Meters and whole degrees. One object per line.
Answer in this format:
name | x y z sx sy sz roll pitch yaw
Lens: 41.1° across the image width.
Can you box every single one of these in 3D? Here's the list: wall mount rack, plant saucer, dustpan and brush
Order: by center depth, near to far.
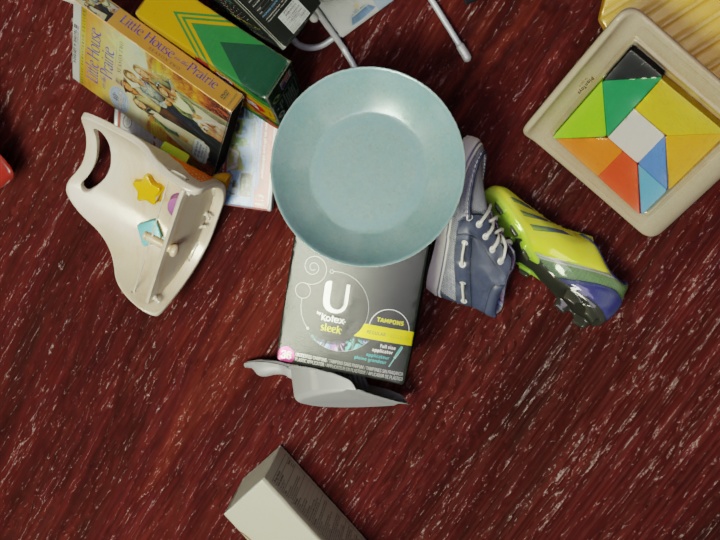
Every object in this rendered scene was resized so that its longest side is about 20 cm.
plant saucer | 0.008 -0.103 0.977 0.196 0.039 0.206 0 84 4
wall mount rack | 0.024 -0.272 1.047 0.198 0.075 0.174 -32 134 13
dustpan and brush | -0.055 0.127 1.124 0.196 0.139 0.058 -7 73 27

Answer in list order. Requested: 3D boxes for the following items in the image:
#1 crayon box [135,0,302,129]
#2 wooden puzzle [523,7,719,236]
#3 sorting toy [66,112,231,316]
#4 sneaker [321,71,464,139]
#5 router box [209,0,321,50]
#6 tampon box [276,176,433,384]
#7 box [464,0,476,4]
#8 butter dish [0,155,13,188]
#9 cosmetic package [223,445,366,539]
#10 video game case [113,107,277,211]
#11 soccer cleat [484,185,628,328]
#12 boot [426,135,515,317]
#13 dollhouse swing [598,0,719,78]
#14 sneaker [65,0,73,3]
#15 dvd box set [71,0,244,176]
crayon box | -0.160 -0.237 1.033 0.198 0.127 0.051 34 86 7
wooden puzzle | 0.296 -0.146 1.015 0.199 0.037 0.186 37 131 -3
sorting toy | -0.253 -0.087 1.086 0.178 0.107 0.201 33 131 5
sneaker | 0.035 -0.154 1.070 0.198 0.088 0.078 29 83 -19
router box | -0.138 -0.308 0.954 0.062 0.200 0.149 -49 123 2
tampon box | 0.000 0.000 1.073 0.147 0.126 0.204 9 102 4
box | 0.168 -0.351 0.942 0.179 0.200 0.106 -20 97 11
butter dish | -0.529 -0.162 1.104 0.196 0.150 0.201 -24 140 11
cosmetic package | -0.064 0.323 1.161 0.073 0.104 0.200 -42 93 14
video game case | -0.192 -0.154 1.121 0.196 0.017 0.146 8 102 6
soccer cleat | 0.218 -0.026 1.085 0.200 0.065 0.084 46 70 3
boot | 0.133 -0.046 1.048 0.089 0.073 0.203 22 131 19
dollhouse swing | 0.370 -0.259 0.961 0.174 0.182 0.202 -32 97 -8
sneaker | -0.265 -0.346 1.067 0.196 0.076 0.107 -4 116 0
dvd box set | -0.224 -0.200 1.042 0.198 0.147 0.030 36 62 -2
